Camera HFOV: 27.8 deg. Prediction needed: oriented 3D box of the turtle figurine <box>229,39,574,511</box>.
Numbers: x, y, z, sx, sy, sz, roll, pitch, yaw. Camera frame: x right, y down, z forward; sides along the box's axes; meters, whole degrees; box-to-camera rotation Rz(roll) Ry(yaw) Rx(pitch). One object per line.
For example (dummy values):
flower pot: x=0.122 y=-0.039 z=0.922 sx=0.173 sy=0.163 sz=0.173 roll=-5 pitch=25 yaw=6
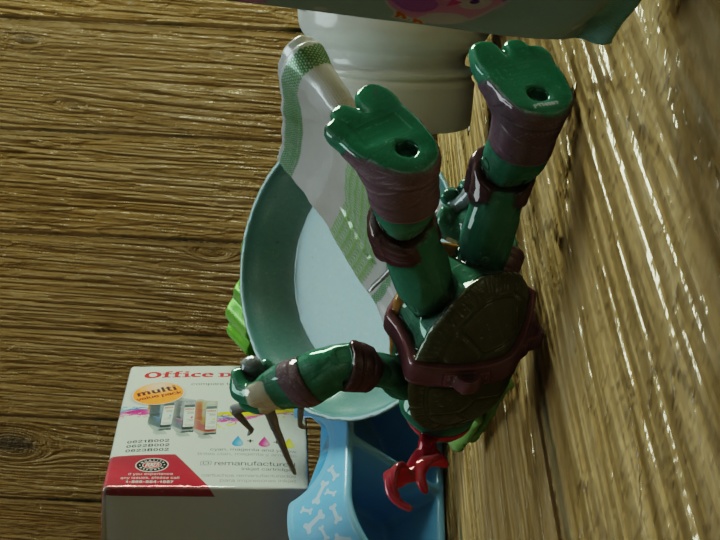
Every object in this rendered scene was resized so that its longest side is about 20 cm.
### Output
turtle figurine: x=0.027 y=0.009 z=0.592 sx=0.150 sy=0.100 sz=0.200 roll=-42 pitch=-27 yaw=-37

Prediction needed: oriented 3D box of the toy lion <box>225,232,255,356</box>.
toy lion: x=-0.038 y=-0.014 z=1.144 sx=0.192 sy=0.069 sz=0.200 roll=-46 pitch=-22 yaw=2

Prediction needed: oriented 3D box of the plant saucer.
plant saucer: x=0.000 y=0.000 z=0.971 sx=0.036 sy=0.199 sz=0.201 roll=4 pitch=-92 yaw=-48

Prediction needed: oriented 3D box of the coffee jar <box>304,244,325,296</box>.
coffee jar: x=0.007 y=0.041 z=1.108 sx=0.085 sy=0.104 sz=0.200 roll=-49 pitch=-17 yaw=-24

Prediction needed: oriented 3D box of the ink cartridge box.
ink cartridge box: x=-0.111 y=0.175 z=1.092 sx=0.200 sy=0.145 sz=0.145 roll=-100 pitch=11 yaw=-69

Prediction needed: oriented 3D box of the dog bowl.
dog bowl: x=0.009 y=0.144 z=0.996 sx=0.050 sy=0.111 sz=0.200 roll=-37 pitch=33 yaw=31

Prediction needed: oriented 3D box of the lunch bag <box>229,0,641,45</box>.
lunch bag: x=0.002 y=-0.172 z=0.367 sx=0.122 sy=0.170 sz=0.201 roll=128 pitch=146 yaw=-75

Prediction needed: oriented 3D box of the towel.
towel: x=0.011 y=-0.007 z=0.745 sx=0.200 sy=0.031 sz=0.149 roll=61 pitch=172 yaw=15

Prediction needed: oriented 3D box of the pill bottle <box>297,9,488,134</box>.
pill bottle: x=0.021 y=-0.183 z=0.817 sx=0.113 sy=0.113 sz=0.201 roll=-93 pitch=6 yaw=-76
